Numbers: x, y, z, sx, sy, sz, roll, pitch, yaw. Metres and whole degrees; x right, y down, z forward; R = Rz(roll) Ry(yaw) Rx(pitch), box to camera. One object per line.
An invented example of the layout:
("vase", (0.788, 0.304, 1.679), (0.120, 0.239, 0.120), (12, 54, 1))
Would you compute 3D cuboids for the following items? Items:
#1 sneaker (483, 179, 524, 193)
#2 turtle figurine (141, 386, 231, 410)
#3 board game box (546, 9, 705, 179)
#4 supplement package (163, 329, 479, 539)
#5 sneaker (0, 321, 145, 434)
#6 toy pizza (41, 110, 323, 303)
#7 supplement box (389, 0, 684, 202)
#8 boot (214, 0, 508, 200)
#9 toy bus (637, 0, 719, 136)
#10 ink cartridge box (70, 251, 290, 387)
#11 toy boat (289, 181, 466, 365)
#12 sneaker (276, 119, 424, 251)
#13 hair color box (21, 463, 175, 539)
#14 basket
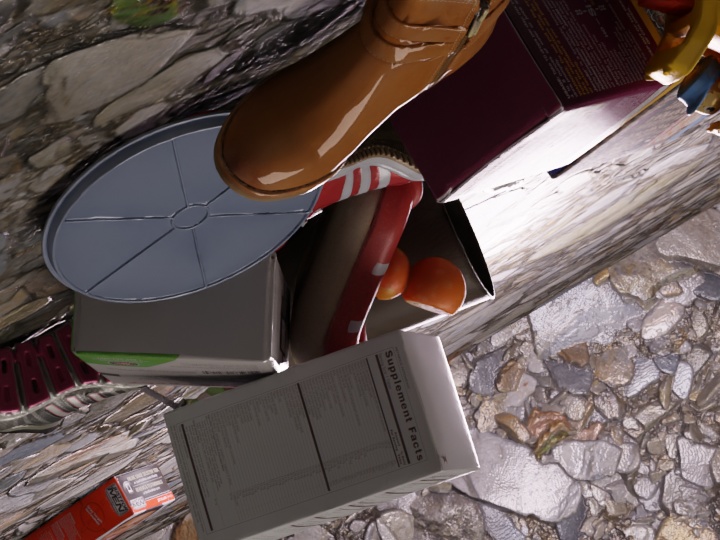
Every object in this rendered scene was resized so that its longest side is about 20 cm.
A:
("sneaker", (0.082, -0.104, 1.612), (0.091, 0.076, 0.200), (-22, 164, 2))
("turtle figurine", (-0.113, 0.133, 1.830), (0.199, 0.195, 0.144), (-19, 177, 4))
("board game box", (0.242, -0.172, 1.620), (0.199, 0.097, 0.159), (-19, 166, -48))
("supplement package", (-0.028, 0.130, 1.464), (0.199, 0.115, 0.109), (-20, 170, 16))
("sneaker", (-0.242, 0.086, 1.597), (0.199, 0.074, 0.087), (-18, 166, -32))
("toy pizza", (-0.118, -0.047, 1.283), (0.199, 0.032, 0.201), (-19, 151, -11))
("supplement box", (0.126, -0.138, 1.420), (0.131, 0.104, 0.200), (-35, 170, 34))
("boot", (0.006, -0.130, 1.157), (0.200, 0.074, 0.155), (-38, 177, -26))
("toy bus", (0.261, -0.173, 1.366), (0.190, 0.202, 0.136), (10, 180, -8))
("ink cartridge box", (-0.130, 0.038, 1.465), (0.144, 0.085, 0.200), (2, 171, 1))
("toy boat", (0.022, 0.004, 1.549), (0.131, 0.130, 0.201), (-85, -164, -65))
("sneaker", (-0.023, -0.070, 1.424), (0.112, 0.072, 0.199), (-40, 159, 32))
("hair color box", (-0.362, 0.343, 2.659), (0.200, 0.062, 0.101), (-36, 168, 28))
("basket", (0.000, 0.000, 1.698), (0.199, 0.137, 0.181), (-25, -160, 9))
